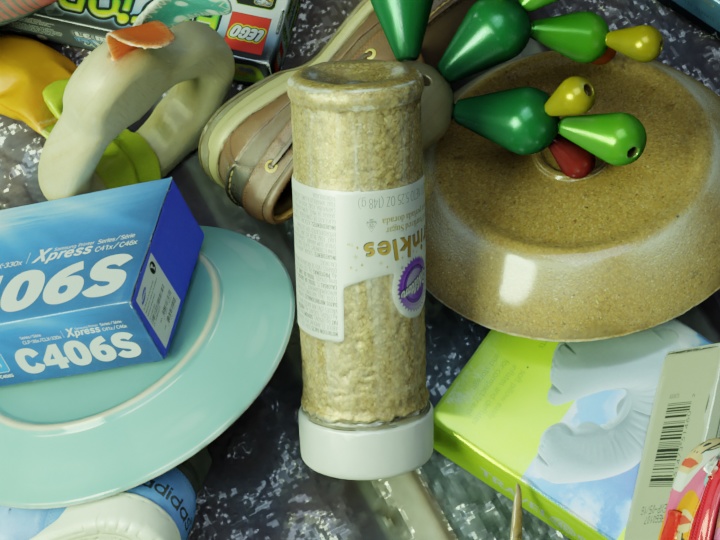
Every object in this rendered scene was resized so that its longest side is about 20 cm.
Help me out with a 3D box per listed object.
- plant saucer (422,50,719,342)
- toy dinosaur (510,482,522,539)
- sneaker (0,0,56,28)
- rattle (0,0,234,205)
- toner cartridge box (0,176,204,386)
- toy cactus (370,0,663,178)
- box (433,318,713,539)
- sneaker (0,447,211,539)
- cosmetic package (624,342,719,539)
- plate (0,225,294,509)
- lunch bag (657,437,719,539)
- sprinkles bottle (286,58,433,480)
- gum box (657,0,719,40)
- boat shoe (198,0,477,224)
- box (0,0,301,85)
[{"bbox_3d":[0.112,-0.052,1.258,0.199,0.035,0.201,-4,50,5],"label":"plant saucer"},{"bbox_3d":[0.117,0.215,1.193,0.200,0.060,0.106,40,64,5],"label":"toy dinosaur"},{"bbox_3d":[-0.231,-0.135,1.295,0.200,0.098,0.071,-8,27,23],"label":"sneaker"},{"bbox_3d":[-0.140,-0.122,1.242,0.130,0.200,0.143,-26,71,-7],"label":"rattle"},{"bbox_3d":[-0.185,0.014,1.226,0.199,0.043,0.095,-10,38,21],"label":"toner cartridge box"},{"bbox_3d":[0.050,-0.111,1.226,0.165,0.102,0.200,-42,90,4],"label":"toy cactus"},{"bbox_3d":[0.148,0.090,1.234,0.200,0.048,0.122,33,75,14],"label":"box"},{"bbox_3d":[-0.168,0.122,1.229,0.199,0.077,0.111,-14,29,26],"label":"sneaker"},{"bbox_3d":[0.239,0.111,1.167,0.199,0.073,0.104,18,80,-14],"label":"cosmetic package"},{"bbox_3d":[-0.130,0.039,1.220,0.200,0.026,0.200,-16,39,13],"label":"plate"},{"bbox_3d":[0.186,0.175,1.076,0.176,0.082,0.201,14,86,-12],"label":"lunch bag"},{"bbox_3d":[0.000,0.000,1.185,0.068,0.068,0.201,-1,108,2],"label":"sprinkles bottle"},{"bbox_3d":[0.289,-0.185,1.327,0.170,0.045,0.200,36,75,15],"label":"gum box"},{"bbox_3d":[0.010,-0.095,1.287,0.200,0.072,0.068,-36,53,-4],"label":"boat shoe"},{"bbox_3d":[-0.131,-0.176,1.349,0.199,0.035,0.110,13,71,7],"label":"box"}]
